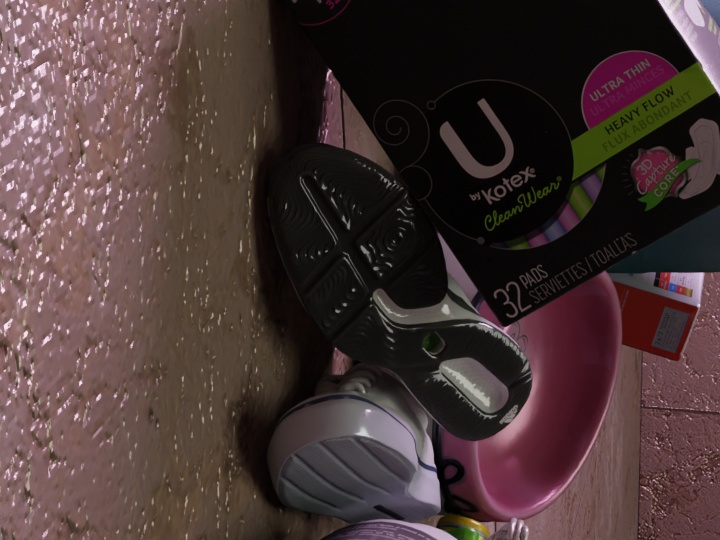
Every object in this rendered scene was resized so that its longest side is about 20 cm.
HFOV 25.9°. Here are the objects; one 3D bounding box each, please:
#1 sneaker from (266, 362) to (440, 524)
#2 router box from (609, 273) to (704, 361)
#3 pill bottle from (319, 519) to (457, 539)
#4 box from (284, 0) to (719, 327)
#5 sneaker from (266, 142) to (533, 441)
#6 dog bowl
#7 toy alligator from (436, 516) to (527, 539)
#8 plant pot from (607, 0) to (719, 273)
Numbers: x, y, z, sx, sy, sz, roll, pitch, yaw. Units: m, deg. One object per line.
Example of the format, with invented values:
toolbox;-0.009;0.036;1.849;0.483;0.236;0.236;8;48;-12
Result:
sneaker;-0.006;0.083;0.791;0.200;0.073;0.071;60;15;-70
router box;0.172;-0.028;1.188;0.200;0.179;0.049;-61;167;-58
pill bottle;0.003;0.179;0.730;0.200;0.110;0.111;-14;107;-75
box;0.083;-0.105;0.749;0.200;0.148;0.124;56;23;-6
sneaker;0.000;0.000;0.799;0.076;0.115;0.201;-43;126;-5
dog bowl;0.087;0.064;0.956;0.200;0.074;0.201;-26;125;-45
toy alligator;0.043;0.168;0.896;0.200;0.054;0.059;114;-7;-64
plant pot;0.254;-0.087;1.038;0.200;0.187;0.201;6;90;-76
